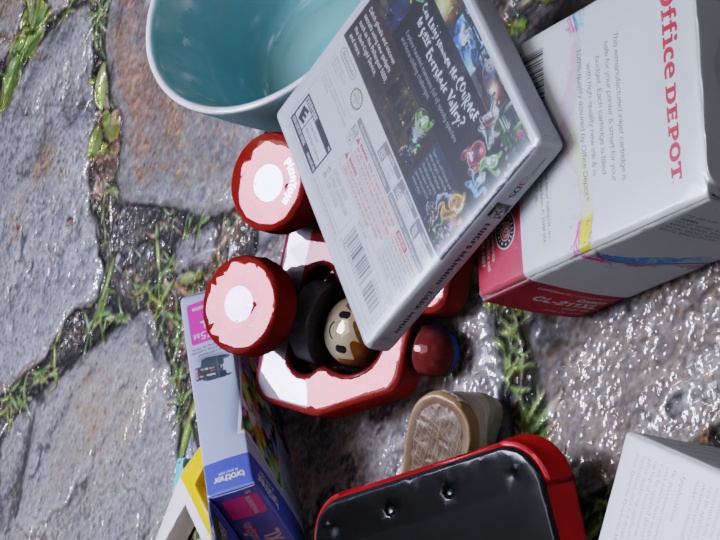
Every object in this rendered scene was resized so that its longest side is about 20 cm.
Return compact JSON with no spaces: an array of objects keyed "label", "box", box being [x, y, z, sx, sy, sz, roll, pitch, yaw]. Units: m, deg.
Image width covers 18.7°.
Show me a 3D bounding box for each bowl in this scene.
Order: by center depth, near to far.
[{"label":"bowl","box":[-0.038,-0.172,1.506,0.199,0.105,0.202,-18,55,28]}]

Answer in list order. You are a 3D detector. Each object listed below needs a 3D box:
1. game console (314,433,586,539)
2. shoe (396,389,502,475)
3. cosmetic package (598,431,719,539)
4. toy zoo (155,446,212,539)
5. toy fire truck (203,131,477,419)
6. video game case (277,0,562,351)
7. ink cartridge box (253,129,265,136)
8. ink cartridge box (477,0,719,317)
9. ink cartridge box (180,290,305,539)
[{"label":"game console","box":[0.059,0.201,1.298,0.199,0.031,0.179,-22,77,41]},{"label":"shoe","box":[0.041,0.165,1.374,0.070,0.053,0.202,30,112,25]},{"label":"cosmetic package","box":[0.206,0.158,1.095,0.200,0.071,0.102,23,100,57]},{"label":"toy zoo","box":[-0.100,0.203,1.597,0.132,0.020,0.200,-61,37,25]},{"label":"toy fire truck","box":[0.000,0.000,1.441,0.167,0.112,0.202,12,90,37]},{"label":"video game case","box":[0.030,-0.085,1.317,0.182,0.023,0.201,-51,44,32]},{"label":"ink cartridge box","box":[-0.083,-0.190,1.679,0.200,0.037,0.095,53,125,46]},{"label":"ink cartridge box","box":[0.154,-0.071,1.233,0.199,0.082,0.147,-25,59,51]},{"label":"ink cartridge box","box":[-0.077,0.124,1.490,0.042,0.120,0.201,-16,51,9]}]
